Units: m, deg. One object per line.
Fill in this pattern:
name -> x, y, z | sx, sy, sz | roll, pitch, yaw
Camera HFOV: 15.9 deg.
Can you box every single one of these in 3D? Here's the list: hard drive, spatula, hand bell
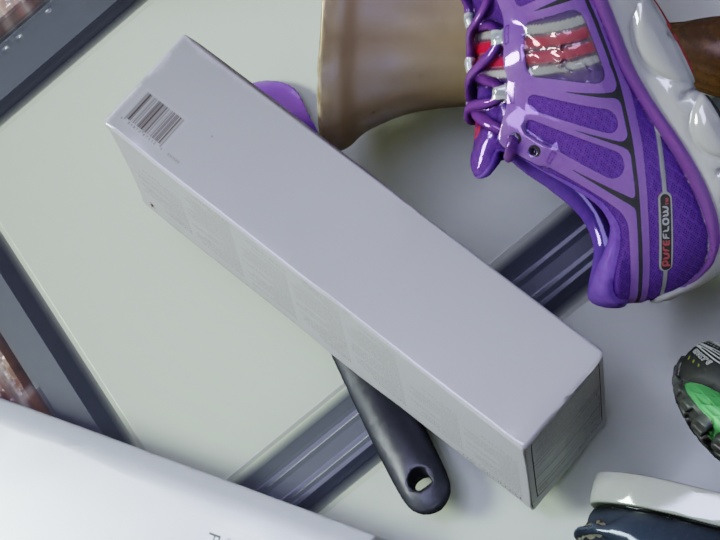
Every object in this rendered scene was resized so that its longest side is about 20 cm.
hard drive -> -0.100, 0.135, 1.004 | 0.199, 0.026, 0.132 | 17, 83, 25
spatula -> -0.014, 0.009, 1.006 | 0.056, 0.021, 0.201 | -30, 69, 2
hand bell -> 0.089, -0.085, 0.959 | 0.199, 0.104, 0.105 | 6, 78, 7

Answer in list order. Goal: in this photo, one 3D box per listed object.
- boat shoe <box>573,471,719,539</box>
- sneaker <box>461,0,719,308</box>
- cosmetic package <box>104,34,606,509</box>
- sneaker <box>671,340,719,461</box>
boat shoe -> 0.161, 0.120, 0.880 | 0.199, 0.075, 0.062 | 14, 80, 25
sneaker -> 0.062, -0.077, 0.889 | 0.083, 0.081, 0.201 | -30, 91, -1
cosmetic package -> 0.000, 0.000, 0.953 | 0.200, 0.083, 0.051 | 38, 76, 17
sneaker -> 0.204, 0.055, 0.883 | 0.199, 0.078, 0.086 | 13, 81, 15
